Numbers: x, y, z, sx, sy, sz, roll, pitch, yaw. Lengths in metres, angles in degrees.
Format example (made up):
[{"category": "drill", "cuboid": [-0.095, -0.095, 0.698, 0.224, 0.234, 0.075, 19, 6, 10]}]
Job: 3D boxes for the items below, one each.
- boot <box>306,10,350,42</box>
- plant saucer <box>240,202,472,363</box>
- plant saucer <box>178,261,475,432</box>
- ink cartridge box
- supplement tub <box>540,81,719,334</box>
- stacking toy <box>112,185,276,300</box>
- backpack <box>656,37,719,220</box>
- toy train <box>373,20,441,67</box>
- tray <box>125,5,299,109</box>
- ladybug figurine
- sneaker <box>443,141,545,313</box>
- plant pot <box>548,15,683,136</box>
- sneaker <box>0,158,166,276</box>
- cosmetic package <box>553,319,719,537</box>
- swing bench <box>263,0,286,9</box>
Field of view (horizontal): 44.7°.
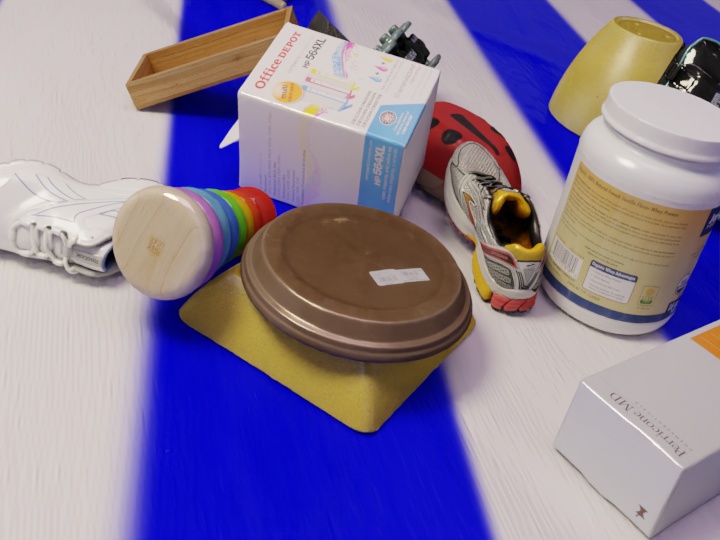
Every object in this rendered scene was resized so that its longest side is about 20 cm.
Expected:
[{"category": "boot", "cuboid": [-0.058, -0.218, 1.017, 0.070, 0.132, 0.201, 40, 10, -24]}, {"category": "plant saucer", "cuboid": [0.000, 0.000, 0.717, 0.195, 0.030, 0.202, 11, 33, -7]}, {"category": "plant saucer", "cuboid": [-0.019, 0.023, 0.745, 0.197, 0.049, 0.199, 28, 36, 21]}, {"category": "ink cartridge box", "cuboid": [-0.035, -0.147, 0.894, 0.196, 0.127, 0.130, 19, 50, 8]}, {"category": "supplement tub", "cuboid": [0.260, -0.059, 0.827, 0.141, 0.203, 0.146, 9, 33, -6]}, {"category": "stacking toy", "cuboid": [-0.126, -0.035, 0.747, 0.084, 0.087, 0.200, 21, 14, 12]}, {"category": "backpack", "cuboid": [0.431, -0.154, 1.058, 0.198, 0.178, 0.153, 33, 5, 9]}, {"category": "toy train", "cuboid": [0.033, -0.236, 1.090, 0.085, 0.114, 0.201, 44, 29, -10]}, {"category": "tray", "cuboid": [-0.169, -0.249, 1.027, 0.196, 0.038, 0.099, -16, 33, 10]}, {"category": "ladybug figurine", "cuboid": [0.114, -0.135, 1.005, 0.133, 0.073, 0.200, -10, 40, -33]}, {"category": "sneaker", "cuboid": [0.138, -0.059, 0.860, 0.076, 0.083, 0.203, -3, 48, -16]}, {"category": "plant pot", "cuboid": [0.384, -0.274, 1.248, 0.195, 0.144, 0.202, 9, 33, -6]}, {"category": "sneaker", "cuboid": [-0.245, -0.038, 0.734, 0.195, 0.076, 0.088, 1, 39, -18]}, {"category": "cosmetic package", "cuboid": [0.258, 0.115, 0.688, 0.197, 0.072, 0.101, -15, 43, -36]}, {"category": "swing bench", "cuboid": [-0.164, -0.560, 1.421, 0.197, 0.202, 0.130, 24, 34, 15]}]
